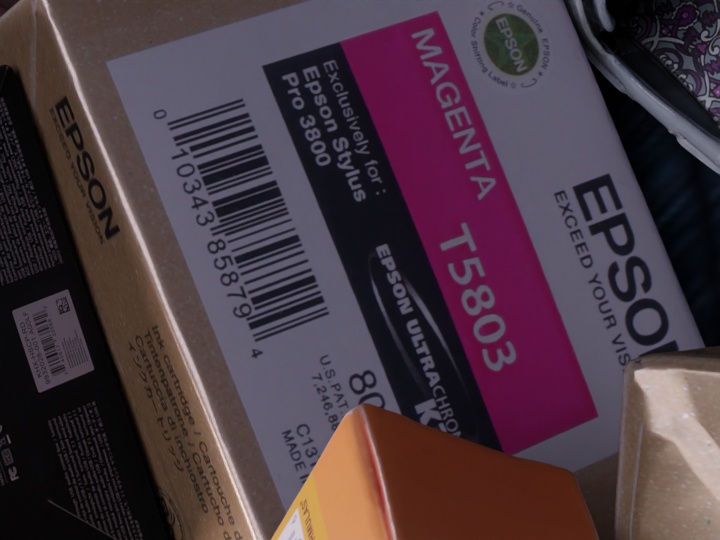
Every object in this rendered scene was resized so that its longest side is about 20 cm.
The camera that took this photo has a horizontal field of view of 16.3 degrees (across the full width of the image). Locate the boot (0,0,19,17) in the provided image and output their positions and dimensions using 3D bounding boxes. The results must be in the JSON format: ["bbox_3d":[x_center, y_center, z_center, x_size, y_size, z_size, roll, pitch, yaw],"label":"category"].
[{"bbox_3d":[-0.076,0.000,0.757,0.072,0.166,0.201,-29,41,50],"label":"boot"}]

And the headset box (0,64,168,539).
[{"bbox_3d":[-0.160,0.040,0.716,0.199,0.075,0.150,-12,97,45],"label":"headset box"}]

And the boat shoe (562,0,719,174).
[{"bbox_3d":[0.093,-0.089,0.750,0.070,0.071,0.201,-49,66,16],"label":"boat shoe"}]

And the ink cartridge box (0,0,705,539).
[{"bbox_3d":[0.000,0.000,0.714,0.075,0.164,0.201,-28,84,59],"label":"ink cartridge box"}]

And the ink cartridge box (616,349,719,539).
[{"bbox_3d":[0.184,0.062,0.626,0.199,0.164,0.076,4,91,29],"label":"ink cartridge box"}]

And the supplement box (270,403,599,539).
[{"bbox_3d":[-0.015,0.132,0.617,0.201,0.066,0.069,-59,26,28],"label":"supplement box"}]
